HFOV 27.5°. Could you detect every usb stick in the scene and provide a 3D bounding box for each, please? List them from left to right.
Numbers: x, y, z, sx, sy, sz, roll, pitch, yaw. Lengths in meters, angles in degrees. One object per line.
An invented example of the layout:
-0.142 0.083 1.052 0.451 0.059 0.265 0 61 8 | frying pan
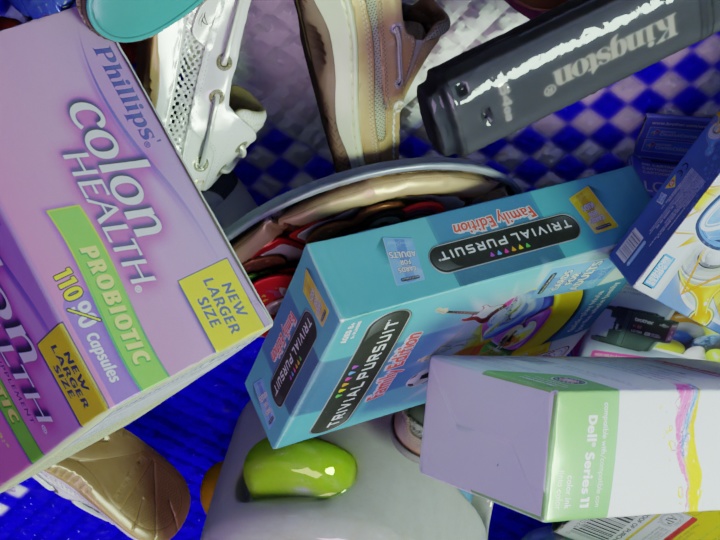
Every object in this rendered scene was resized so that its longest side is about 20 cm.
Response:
0.120 -0.113 0.701 0.199 0.033 0.056 -26 145 -5 | usb stick

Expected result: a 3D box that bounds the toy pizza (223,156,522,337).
0.000 0.000 0.822 0.199 0.032 0.200 -15 157 -6 | toy pizza

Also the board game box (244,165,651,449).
0.049 0.022 0.805 0.199 0.047 0.151 -15 155 -25 | board game box

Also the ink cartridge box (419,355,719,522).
0.146 0.086 0.785 0.199 0.068 0.117 2 -176 -30 | ink cartridge box

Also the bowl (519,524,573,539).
0.166 0.253 1.037 0.200 0.201 0.106 24 100 -19 | bowl

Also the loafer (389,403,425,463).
0.119 0.085 0.893 0.198 0.072 0.063 5 131 -9 | loafer

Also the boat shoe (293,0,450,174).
0.010 -0.114 0.743 0.076 0.072 0.201 -15 138 -4 | boat shoe

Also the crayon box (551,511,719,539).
0.248 0.165 1.020 0.199 0.051 0.127 24 133 -19 | crayon box

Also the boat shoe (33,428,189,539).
-0.202 0.109 0.973 0.069 0.071 0.200 -9 126 52 | boat shoe

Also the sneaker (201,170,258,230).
-0.149 -0.015 0.863 0.199 0.073 0.071 -17 116 14 | sneaker

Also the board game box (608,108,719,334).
0.238 -0.051 0.750 0.135 0.035 0.201 25 110 -28 | board game box

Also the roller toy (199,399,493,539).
-0.006 0.159 0.970 0.181 0.140 0.200 24 142 -11 | roller toy

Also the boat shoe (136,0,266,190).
-0.082 -0.078 0.758 0.069 0.071 0.201 1 119 -16 | boat shoe

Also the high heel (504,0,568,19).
0.067 -0.147 0.679 0.067 0.097 0.200 -33 125 32 | high heel

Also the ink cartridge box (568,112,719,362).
0.200 -0.002 0.861 0.118 0.042 0.201 6 134 -3 | ink cartridge box

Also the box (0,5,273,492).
-0.162 -0.001 0.735 0.200 0.096 0.177 -33 85 54 | box

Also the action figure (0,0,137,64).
-0.165 -0.144 0.739 0.065 0.052 0.200 -17 135 17 | action figure

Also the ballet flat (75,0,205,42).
-0.060 -0.191 0.658 0.068 0.076 0.200 25 121 -34 | ballet flat
